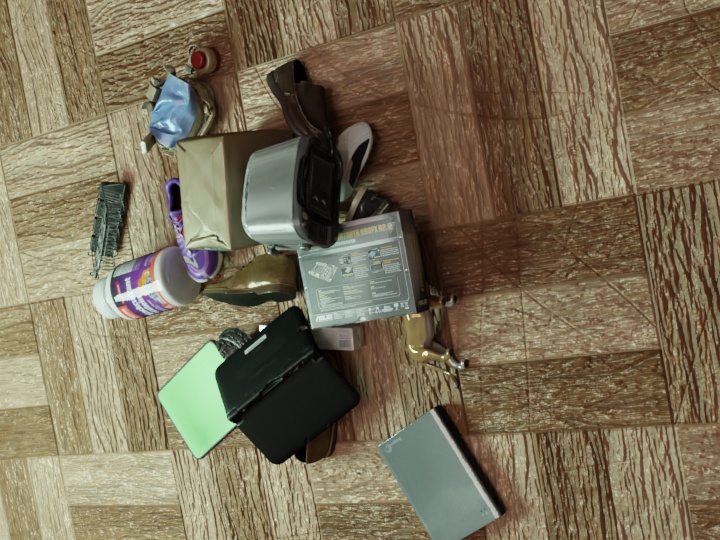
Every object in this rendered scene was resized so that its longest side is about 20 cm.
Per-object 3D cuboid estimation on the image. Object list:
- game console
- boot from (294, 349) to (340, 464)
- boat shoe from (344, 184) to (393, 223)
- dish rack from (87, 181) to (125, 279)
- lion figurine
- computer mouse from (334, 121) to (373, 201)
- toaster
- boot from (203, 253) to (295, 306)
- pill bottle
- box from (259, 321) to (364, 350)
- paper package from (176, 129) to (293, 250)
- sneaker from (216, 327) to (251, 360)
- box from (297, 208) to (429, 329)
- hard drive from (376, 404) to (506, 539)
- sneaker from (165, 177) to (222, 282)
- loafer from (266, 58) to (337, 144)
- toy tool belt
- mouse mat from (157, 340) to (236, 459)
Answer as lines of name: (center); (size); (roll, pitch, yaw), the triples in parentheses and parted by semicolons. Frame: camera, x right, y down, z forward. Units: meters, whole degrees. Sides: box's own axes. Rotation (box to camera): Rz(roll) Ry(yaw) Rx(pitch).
game console: (-0.128, 0.195, 1.656); (0.199, 0.116, 0.177); (-39, 46, 12)
boot: (-0.077, 0.238, 1.675); (0.073, 0.075, 0.202); (9, 101, 32)
boat shoe: (-0.007, -0.039, 1.595); (0.067, 0.072, 0.201); (24, 117, -1)
dish rack: (-0.474, -0.074, 1.815); (0.200, 0.054, 0.155); (-129, 49, -63)
lion figurine: (0.098, 0.089, 1.547); (0.121, 0.072, 0.202); (-2, 99, 35)
computer mouse: (-0.040, -0.154, 1.593); (0.110, 0.044, 0.202); (45, 118, 51)
toaster: (-0.106, -0.123, 1.500); (0.128, 0.113, 0.202); (-8, 72, 34)
boot: (-0.194, 0.018, 1.720); (0.198, 0.073, 0.076); (-7, 69, 32)
pill bottle: (-0.407, 0.031, 1.823); (0.198, 0.111, 0.113); (-16, 89, 32)
box: (-0.086, 0.113, 1.681); (0.198, 0.039, 0.042); (-1, 96, 32)
paper package: (-0.199, -0.136, 1.619); (0.103, 0.199, 0.193); (0, 99, 31)
sneaker: (-0.172, 0.184, 1.725); (0.074, 0.079, 0.200); (-42, 71, 1)
box: (0.000, 0.000, 1.518); (0.198, 0.048, 0.160); (-11, 90, 30)
hard drive: (0.130, 0.340, 1.587); (0.139, 0.033, 0.201); (-39, 77, 30)
sneaker: (-0.314, -0.074, 1.746); (0.080, 0.083, 0.202); (-24, 76, 14)
loafer: (-0.090, -0.276, 1.587); (0.071, 0.073, 0.201); (-44, 60, 22)
toy tool belt: (-0.323, -0.300, 1.714); (0.124, 0.123, 0.202); (29, 111, 24)
mouse mat: (-0.298, 0.249, 1.851); (0.200, 0.008, 0.162); (-42, 75, 28)
